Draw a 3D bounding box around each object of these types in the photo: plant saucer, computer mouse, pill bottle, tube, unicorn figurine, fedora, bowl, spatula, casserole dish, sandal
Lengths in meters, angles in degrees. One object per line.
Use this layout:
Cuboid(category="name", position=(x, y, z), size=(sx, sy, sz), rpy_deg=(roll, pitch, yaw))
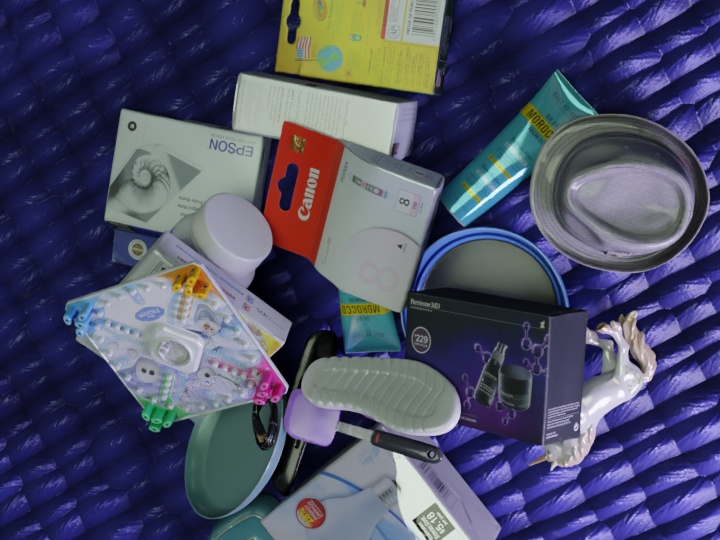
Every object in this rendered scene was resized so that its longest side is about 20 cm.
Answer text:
Cuboid(category="plant saucer", position=(-0.147, 0.207, 1.601), size=(0.027, 0.200, 0.201), rpy_deg=(25, 108, -32))
Cuboid(category="computer mouse", position=(-0.142, 0.144, 1.582), size=(0.034, 0.200, 0.059), rpy_deg=(27, 106, -34))
Cuboid(category="pill bottle", position=(-0.196, 0.002, 1.573), size=(0.114, 0.114, 0.200), rpy_deg=(51, 128, 6))
Cuboid(category="tube", position=(0.179, -0.134, 1.516), size=(0.200, 0.050, 0.077), rpy_deg=(-43, 95, 11))
Cuboid(category="unicorn figurine", position=(0.254, 0.143, 1.499), size=(0.199, 0.074, 0.138), rpy_deg=(-30, 110, 8))
Cuboid(category="fedora", position=(0.286, -0.080, 1.447), size=(0.199, 0.090, 0.178), rpy_deg=(18, 102, 4))
Cuboid(category="bowl", position=(0.147, 0.047, 1.546), size=(0.199, 0.039, 0.202), rpy_deg=(2, 97, 16))
Cuboid(category="spatula", position=(0.003, 0.185, 1.489), size=(0.199, 0.021, 0.057), rpy_deg=(14, 83, 28))
Cuboid(category="casserole dish", position=(-0.115, 0.379, 1.665), size=(0.121, 0.039, 0.201), rpy_deg=(-35, 87, 18))
Cuboid(category="tube", position=(0.000, 0.000, 1.576), size=(0.077, 0.050, 0.201), rpy_deg=(-3, 101, 36))
Cuboid(category="sandal", position=(0.028, 0.139, 1.479), size=(0.202, 0.050, 0.083), rpy_deg=(13, 69, 31))

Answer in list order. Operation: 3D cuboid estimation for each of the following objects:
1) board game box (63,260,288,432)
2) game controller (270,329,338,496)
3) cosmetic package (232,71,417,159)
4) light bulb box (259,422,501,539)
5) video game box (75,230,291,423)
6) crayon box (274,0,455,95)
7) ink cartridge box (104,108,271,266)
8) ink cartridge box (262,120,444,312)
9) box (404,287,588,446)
Cuboid(category="board game box", position=(-0.212, 0.094, 1.501), size=(0.199, 0.026, 0.200), rpy_deg=(-17, 121, 28))
Cuboid(category="game controller", position=(-0.066, 0.169, 1.581), size=(0.042, 0.104, 0.201), rpy_deg=(17, 94, -16))
Cuboid(category="cosmetic package", position=(-0.041, -0.182, 1.544), size=(0.199, 0.102, 0.075), rpy_deg=(11, 101, 14))
Cuboid(category="light bulb box", position=(0.025, 0.303, 1.567), size=(0.200, 0.125, 0.199), rpy_deg=(-41, 84, 15))
Cuboid(category="video game box", position=(-0.206, 0.070, 1.526), size=(0.182, 0.047, 0.200), rpy_deg=(39, 129, -12))
Cuboid(category="crayon box", position=(0.005, -0.282, 1.544), size=(0.199, 0.051, 0.128), rpy_deg=(11, 99, 15))
Cuboid(category="ink cartridge box", position=(-0.220, -0.087, 1.640), size=(0.198, 0.041, 0.201), rpy_deg=(11, 100, 15))
Cuboid(category="ink cartridge box", position=(-0.019, -0.061, 1.499), size=(0.199, 0.057, 0.163), rpy_deg=(19, 118, 7))
Cuboid(category="box", position=(0.145, 0.101, 1.452), size=(0.199, 0.079, 0.142), rpy_deg=(9, 97, 43))
